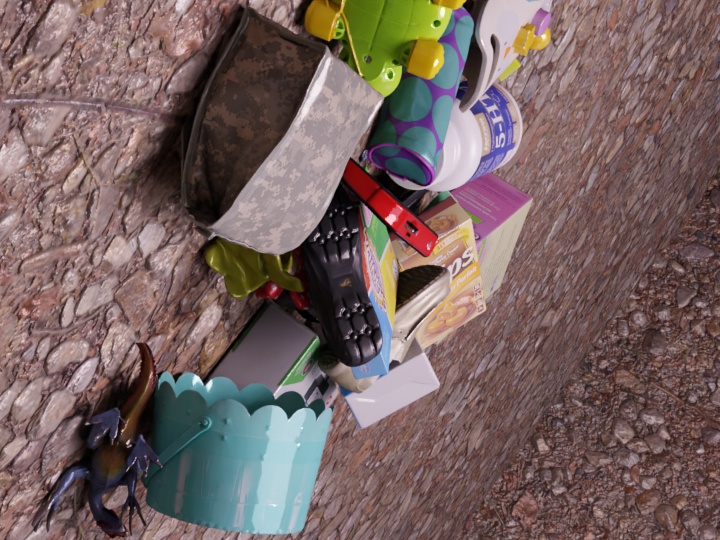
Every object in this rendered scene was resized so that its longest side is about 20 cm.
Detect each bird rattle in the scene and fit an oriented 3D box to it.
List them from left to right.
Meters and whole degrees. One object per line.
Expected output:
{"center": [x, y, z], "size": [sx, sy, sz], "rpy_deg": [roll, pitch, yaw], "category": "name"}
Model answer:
{"center": [-0.073, -0.037, 1.497], "size": [0.200, 0.111, 0.166], "rpy_deg": [-3, 107, -71], "category": "bird rattle"}

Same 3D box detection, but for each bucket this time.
{"center": [-0.135, 0.193, 1.485], "size": [0.207, 0.204, 0.137], "rpy_deg": [11, 90, -70], "category": "bucket"}

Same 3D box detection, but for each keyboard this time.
{"center": [0.042, -0.074, 1.760], "size": [0.127, 0.021, 0.200], "rpy_deg": [-44, 177, 29], "category": "keyboard"}

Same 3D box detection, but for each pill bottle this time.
{"center": [0.109, -0.163, 1.708], "size": [0.199, 0.119, 0.121], "rpy_deg": [-28, 145, -56], "category": "pill bottle"}

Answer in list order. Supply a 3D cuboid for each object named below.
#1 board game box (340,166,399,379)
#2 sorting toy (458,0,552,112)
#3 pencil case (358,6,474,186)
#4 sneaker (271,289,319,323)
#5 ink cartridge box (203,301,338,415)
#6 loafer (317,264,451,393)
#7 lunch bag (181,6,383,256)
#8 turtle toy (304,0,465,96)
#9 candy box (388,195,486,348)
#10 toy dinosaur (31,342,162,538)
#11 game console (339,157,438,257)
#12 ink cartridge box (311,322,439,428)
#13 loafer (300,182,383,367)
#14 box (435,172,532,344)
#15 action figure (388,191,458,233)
{"center": [0.000, 0.000, 1.578], "size": [0.201, 0.040, 0.154], "rpy_deg": [-81, 157, -54], "category": "board game box"}
{"center": [0.158, -0.279, 1.627], "size": [0.201, 0.106, 0.181], "rpy_deg": [99, 16, -48], "category": "sorting toy"}
{"center": [0.065, -0.198, 1.513], "size": [0.092, 0.084, 0.203], "rpy_deg": [143, -35, -68], "category": "pencil case"}
{"center": [-0.053, 0.027, 1.674], "size": [0.199, 0.076, 0.091], "rpy_deg": [-16, 139, -61], "category": "sneaker"}
{"center": [-0.109, 0.151, 1.705], "size": [0.147, 0.083, 0.200], "rpy_deg": [-53, 160, -15], "category": "ink cartridge box"}
{"center": [0.035, 0.070, 1.669], "size": [0.199, 0.075, 0.069], "rpy_deg": [-40, 120, -14], "category": "loafer"}
{"center": [-0.086, -0.116, 1.304], "size": [0.202, 0.117, 0.164], "rpy_deg": [-63, 158, 2], "category": "lunch bag"}
{"center": [0.024, -0.253, 1.368], "size": [0.101, 0.144, 0.202], "rpy_deg": [-66, 178, -58], "category": "turtle toy"}
{"center": [0.099, 0.007, 1.858], "size": [0.115, 0.055, 0.201], "rpy_deg": [-31, 143, -12], "category": "candy box"}
{"center": [-0.247, 0.205, 1.452], "size": [0.201, 0.104, 0.182], "rpy_deg": [-61, -178, -24], "category": "toy dinosaur"}
{"center": [0.000, -0.091, 1.466], "size": [0.031, 0.177, 0.200], "rpy_deg": [-49, 161, 2], "category": "game console"}
{"center": [0.010, 0.091, 1.770], "size": [0.115, 0.201, 0.067], "rpy_deg": [-29, 130, 1], "category": "ink cartridge box"}
{"center": [-0.029, 0.000, 1.418], "size": [0.067, 0.203, 0.070], "rpy_deg": [-13, 176, -22], "category": "loafer"}
{"center": [0.145, -0.023, 2.049], "size": [0.200, 0.096, 0.177], "rpy_deg": [-38, 153, -46], "category": "box"}
{"center": [0.056, -0.024, 1.878], "size": [0.200, 0.055, 0.118], "rpy_deg": [-48, 152, 0], "category": "action figure"}
